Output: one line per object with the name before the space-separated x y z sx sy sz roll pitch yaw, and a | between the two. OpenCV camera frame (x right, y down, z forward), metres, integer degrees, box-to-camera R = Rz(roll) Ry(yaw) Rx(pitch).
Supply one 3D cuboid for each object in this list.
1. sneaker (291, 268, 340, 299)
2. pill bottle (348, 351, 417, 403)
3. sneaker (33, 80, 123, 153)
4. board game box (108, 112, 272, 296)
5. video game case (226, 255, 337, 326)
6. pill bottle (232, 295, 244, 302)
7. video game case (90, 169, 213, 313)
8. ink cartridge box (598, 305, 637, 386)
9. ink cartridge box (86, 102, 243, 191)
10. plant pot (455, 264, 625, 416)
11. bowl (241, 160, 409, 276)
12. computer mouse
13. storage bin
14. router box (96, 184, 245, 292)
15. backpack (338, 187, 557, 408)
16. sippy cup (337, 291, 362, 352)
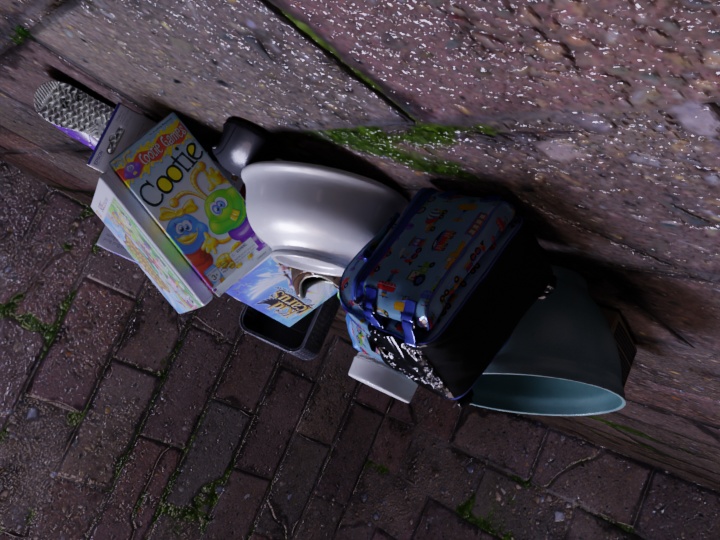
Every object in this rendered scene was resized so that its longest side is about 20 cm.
sneaker | 0.000 0.000 0.986 0.197 0.077 0.070 -4 161 21
pill bottle | 0.062 0.049 0.874 0.110 0.202 0.111 24 170 4
sneaker | -0.370 -0.204 1.044 0.199 0.070 0.099 35 174 -30
board game box | -0.209 -0.079 0.932 0.201 0.103 0.105 50 171 1
video game case | -0.099 -0.009 1.084 0.200 0.180 0.046 36 -156 -52
pill bottle | -0.206 -0.050 1.186 0.200 0.113 0.113 46 -173 38
video game case | -0.283 -0.029 0.971 0.201 0.022 0.182 53 158 -10
ink cartridge box | 0.250 0.083 0.969 0.198 0.076 0.165 20 169 33
ink cartridge box | -0.264 -0.139 1.009 0.199 0.096 0.037 29 174 -24
plant pot | 0.187 0.073 0.804 0.197 0.136 0.201 7 160 2
bowl | -0.047 -0.049 0.833 0.198 0.092 0.201 12 172 2
computer mouse | -0.125 -0.120 0.901 0.139 0.046 0.200 30 170 -19
storage bin | -0.112 0.044 1.315 0.134 0.202 0.094 21 171 17
router box | -0.277 -0.081 1.112 0.198 0.181 0.049 21 171 21
backpack | 0.062 0.009 0.725 0.199 0.183 0.135 20 154 52
sippy cup | 0.052 0.061 1.023 0.177 0.130 0.141 -12 102 44
